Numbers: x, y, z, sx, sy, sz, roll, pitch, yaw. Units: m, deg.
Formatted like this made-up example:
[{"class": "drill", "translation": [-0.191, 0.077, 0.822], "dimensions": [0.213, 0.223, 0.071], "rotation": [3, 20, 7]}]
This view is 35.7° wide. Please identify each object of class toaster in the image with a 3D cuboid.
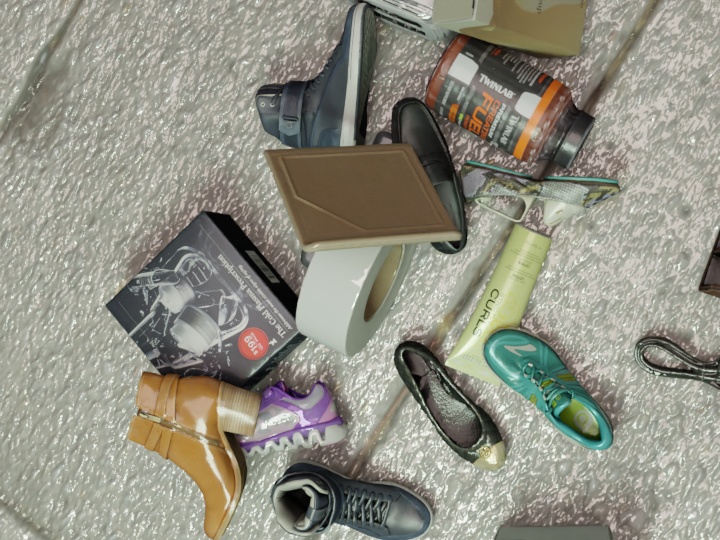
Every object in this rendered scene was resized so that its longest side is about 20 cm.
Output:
[{"class": "toaster", "translation": [0.061, -0.374, 1.388], "dimensions": [0.198, 0.114, 0.130], "rotation": [25, 90, 10]}]

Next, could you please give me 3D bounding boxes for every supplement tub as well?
[{"class": "supplement tub", "translation": [0.185, -0.203, 1.371], "dimensions": [0.199, 0.107, 0.108], "rotation": [30, 95, 10]}]

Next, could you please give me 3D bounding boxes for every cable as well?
[{"class": "cable", "translation": [0.437, 0.123, 1.367], "dimensions": [0.198, 0.050, 0.098], "rotation": [2, 107, 23]}]

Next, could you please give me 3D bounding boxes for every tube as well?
[{"class": "tube", "translation": [0.180, 0.043, 1.402], "dimensions": [0.058, 0.052, 0.202], "rotation": [30, 101, 37]}]

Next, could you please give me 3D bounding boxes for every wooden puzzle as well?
[{"class": "wooden puzzle", "translation": [-0.002, -0.082, 1.271], "dimensions": [0.183, 0.201, 0.038], "rotation": [-5, 129, -20]}]

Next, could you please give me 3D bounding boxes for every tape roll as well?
[{"class": "tape roll", "translation": [0.000, 0.000, 1.356], "dimensions": [0.070, 0.202, 0.204], "rotation": [24, 94, 14]}]

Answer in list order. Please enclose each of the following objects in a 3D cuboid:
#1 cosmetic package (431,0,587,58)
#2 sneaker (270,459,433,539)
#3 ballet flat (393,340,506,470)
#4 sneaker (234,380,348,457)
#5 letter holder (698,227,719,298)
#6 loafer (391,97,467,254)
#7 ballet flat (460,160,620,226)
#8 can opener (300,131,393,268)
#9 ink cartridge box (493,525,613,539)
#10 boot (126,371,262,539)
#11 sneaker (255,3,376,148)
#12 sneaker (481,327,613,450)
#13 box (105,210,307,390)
[{"class": "cosmetic package", "translation": [0.181, -0.322, 1.325], "dimensions": [0.071, 0.199, 0.106], "rotation": [9, 94, 47]}, {"class": "sneaker", "translation": [-0.014, 0.296, 1.379], "dimensions": [0.200, 0.146, 0.078], "rotation": [14, 90, 9]}, {"class": "ballet flat", "translation": [0.108, 0.174, 1.408], "dimensions": [0.066, 0.057, 0.200], "rotation": [-42, 83, 8]}, {"class": "sneaker", "translation": [-0.118, 0.189, 1.438], "dimensions": [0.198, 0.080, 0.089], "rotation": [-10, 93, 5]}, {"class": "letter holder", "translation": [0.509, 0.011, 1.291], "dimensions": [0.198, 0.142, 0.102], "rotation": [20, 93, 10]}, {"class": "loafer", "translation": [0.090, -0.117, 1.386], "dimensions": [0.067, 0.070, 0.202], "rotation": [-20, 100, -6]}, {"class": "ballet flat", "translation": [0.219, -0.091, 1.385], "dimensions": [0.198, 0.072, 0.073], "rotation": [9, 91, 16]}, {"class": "can opener", "translation": [-0.016, -0.089, 1.435], "dimensions": [0.066, 0.053, 0.202], "rotation": [25, 93, 9]}, {"class": "ink cartridge box", "translation": [0.236, 0.420, 1.337], "dimensions": [0.145, 0.146, 0.202], "rotation": [-3, 89, 11]}, {"class": "boot", "translation": [-0.212, 0.224, 1.368], "dimensions": [0.153, 0.074, 0.202], "rotation": [12, 94, -2]}, {"class": "sneaker", "translation": [-0.059, -0.244, 1.409], "dimensions": [0.145, 0.077, 0.204], "rotation": [15, 116, 13]}, {"class": "sneaker", "translation": [0.234, 0.144, 1.367], "dimensions": [0.200, 0.080, 0.078], "rotation": [41, 95, 3]}, {"class": "box", "translation": [-0.188, 0.059, 1.441], "dimensions": [0.182, 0.104, 0.200], "rotation": [-43, 82, 9]}]
